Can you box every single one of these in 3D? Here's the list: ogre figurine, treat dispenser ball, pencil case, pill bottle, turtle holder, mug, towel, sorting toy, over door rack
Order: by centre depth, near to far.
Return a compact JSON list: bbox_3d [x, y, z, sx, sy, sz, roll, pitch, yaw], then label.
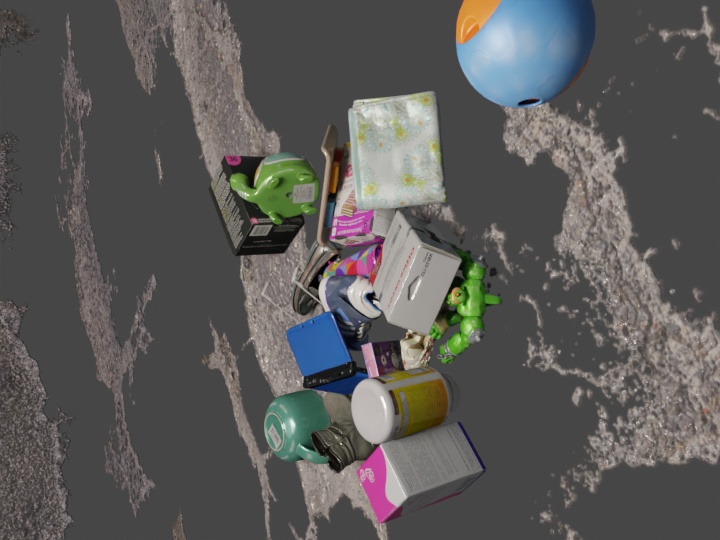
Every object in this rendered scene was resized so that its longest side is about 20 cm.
[{"bbox_3d":[0.234,-0.338,1.005,0.198,0.197,0.207,7,99,50],"label":"treat dispenser ball"},{"bbox_3d":[0.174,0.050,1.208,0.119,0.097,0.204,-18,48,62],"label":"ogre figurine"},{"bbox_3d":[0.086,0.233,1.248,0.108,0.196,0.113,7,99,50],"label":"pill bottle"},{"bbox_3d":[0.066,-0.217,1.273,0.166,0.048,0.206,-5,86,12],"label":"towel"},{"bbox_3d":[0.000,0.000,1.430,0.198,0.087,0.091,-19,79,49],"label":"pencil case"},{"bbox_3d":[-0.060,-0.176,1.439,0.186,0.035,0.205,-83,-3,-64],"label":"sorting toy"},{"bbox_3d":[-0.123,0.100,1.533,0.201,0.067,0.146,49,142,-16],"label":"over door rack"},{"bbox_3d":[-0.185,-0.190,1.577,0.182,0.142,0.133,-28,48,5],"label":"turtle holder"},{"bbox_3d":[-0.146,0.363,1.623,0.183,0.112,0.157,-8,88,52],"label":"mug"}]

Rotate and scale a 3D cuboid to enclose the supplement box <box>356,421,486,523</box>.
[{"bbox_3d":[0.107,0.352,1.233,0.102,0.196,0.105,-54,55,38],"label":"supplement box"}]

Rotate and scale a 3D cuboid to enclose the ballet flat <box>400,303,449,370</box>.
[{"bbox_3d":[0.108,0.120,1.318,0.075,0.063,0.204,40,124,40],"label":"ballet flat"}]

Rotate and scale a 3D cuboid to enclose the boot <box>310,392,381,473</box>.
[{"bbox_3d":[-0.054,0.333,1.491,0.200,0.128,0.069,45,126,39],"label":"boot"}]

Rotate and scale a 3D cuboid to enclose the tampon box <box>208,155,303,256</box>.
[{"bbox_3d":[-0.251,-0.156,1.676,0.127,0.147,0.203,-48,58,42],"label":"tampon box"}]

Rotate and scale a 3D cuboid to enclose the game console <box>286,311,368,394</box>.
[{"bbox_3d":[-0.043,0.176,1.450,0.199,0.167,0.122,-25,57,53],"label":"game console"}]

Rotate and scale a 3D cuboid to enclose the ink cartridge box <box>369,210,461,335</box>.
[{"bbox_3d":[0.090,0.000,1.228,0.201,0.082,0.147,-111,42,-69],"label":"ink cartridge box"}]

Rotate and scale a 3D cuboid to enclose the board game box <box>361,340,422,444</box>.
[{"bbox_3d":[0.063,0.237,1.343,0.032,0.119,0.205,-21,77,32],"label":"board game box"}]

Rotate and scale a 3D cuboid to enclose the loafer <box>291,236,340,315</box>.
[{"bbox_3d":[-0.100,0.023,1.570,0.063,0.071,0.204,40,121,34],"label":"loafer"}]

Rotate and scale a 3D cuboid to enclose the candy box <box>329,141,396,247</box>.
[{"bbox_3d":[0.013,-0.156,1.371,0.135,0.060,0.206,-6,72,51],"label":"candy box"}]

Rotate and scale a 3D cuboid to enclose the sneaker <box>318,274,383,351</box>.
[{"bbox_3d":[0.010,0.094,1.394,0.144,0.081,0.203,6,135,37],"label":"sneaker"}]
